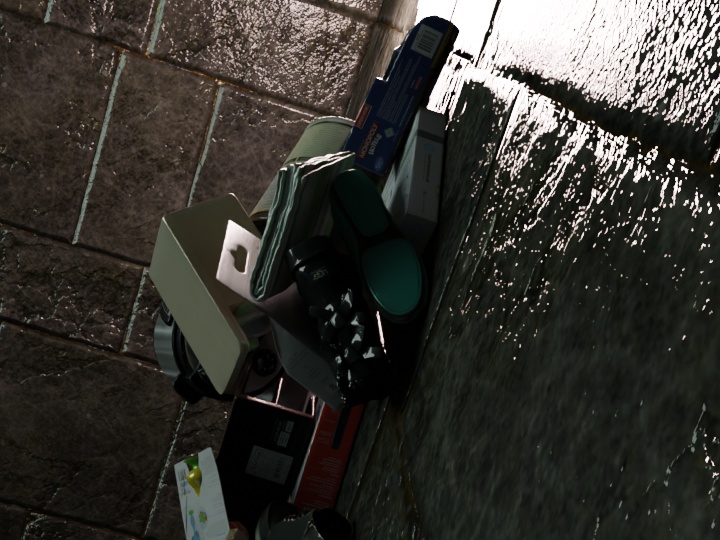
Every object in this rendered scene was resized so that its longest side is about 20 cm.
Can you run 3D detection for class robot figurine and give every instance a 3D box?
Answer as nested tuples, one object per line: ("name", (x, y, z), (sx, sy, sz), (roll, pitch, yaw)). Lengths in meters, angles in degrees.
("robot figurine", (-0.090, 0.144, 1.464), (0.170, 0.112, 0.201), (-13, -59, -75))

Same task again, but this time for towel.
("towel", (-0.063, -0.055, 1.048), (0.200, 0.031, 0.150), (-40, -29, -71))

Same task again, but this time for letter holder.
("letter holder", (-0.132, 0.235, 1.237), (0.142, 0.100, 0.201), (-91, 19, -74))

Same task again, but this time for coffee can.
("coffee can", (-0.055, -0.088, 1.300), (0.200, 0.146, 0.147), (-62, -1, -34))

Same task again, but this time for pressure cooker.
("pressure cooker", (-0.187, 0.094, 1.355), (0.200, 0.178, 0.177), (175, 95, -66))

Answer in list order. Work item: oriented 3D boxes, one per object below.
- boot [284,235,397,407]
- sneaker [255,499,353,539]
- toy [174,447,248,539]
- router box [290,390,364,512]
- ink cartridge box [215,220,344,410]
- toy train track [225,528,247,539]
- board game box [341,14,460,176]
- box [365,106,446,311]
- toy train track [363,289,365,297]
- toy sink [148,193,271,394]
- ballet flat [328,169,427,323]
("boot", (-0.012, 0.061, 1.010), (0.163, 0.073, 0.198), (65, -177, 16))
("sneaker", (-0.054, 0.282, 1.038), (0.107, 0.074, 0.200), (-67, 22, 13))
("toy", (-0.163, 0.313, 1.132), (0.115, 0.047, 0.201), (-33, 70, 51))
("router box", (-0.043, 0.195, 1.230), (0.200, 0.049, 0.180), (-144, 71, -83))
("ink cartridge box", (-0.086, 0.047, 1.074), (0.047, 0.200, 0.160), (-46, 19, 18))
("toy train track", (-0.104, 0.377, 1.064), (0.115, 0.032, 0.201), (-71, -33, -74))
("board game box", (0.057, -0.230, 1.241), (0.201, 0.061, 0.200), (-65, -3, 13))
("box", (0.054, -0.073, 1.138), (0.201, 0.041, 0.156), (-80, 9, -46))
("toy train track", (0.000, 0.000, 1.240), (0.200, 0.032, 0.115), (-64, -28, -67))
("toy sink", (-0.163, 0.028, 1.205), (0.200, 0.112, 0.131), (55, 146, 20))
("ballet flat", (0.021, -0.017, 1.019), (0.071, 0.067, 0.201), (81, 168, -57))
